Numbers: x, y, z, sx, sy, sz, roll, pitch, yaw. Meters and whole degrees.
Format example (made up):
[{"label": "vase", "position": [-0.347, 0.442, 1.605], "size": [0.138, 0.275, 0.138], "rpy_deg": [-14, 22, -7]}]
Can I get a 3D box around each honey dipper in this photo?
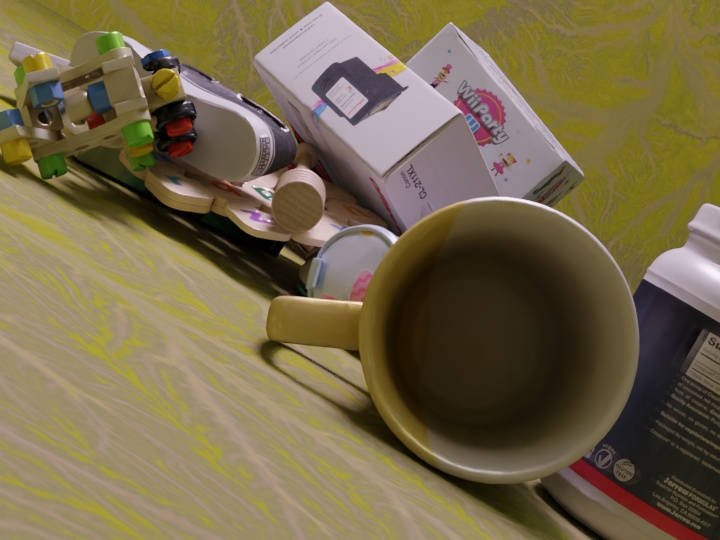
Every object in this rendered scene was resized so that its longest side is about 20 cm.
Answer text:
[{"label": "honey dipper", "position": [-0.042, -0.069, 1.131], "size": [0.038, 0.038, 0.200], "rpy_deg": [30, 13, -7]}]

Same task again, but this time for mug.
[{"label": "mug", "position": [0.058, 0.029, 0.872], "size": [0.186, 0.150, 0.153], "rpy_deg": [37, -3, 1]}]

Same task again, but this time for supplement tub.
[{"label": "supplement tub", "position": [0.211, 0.076, 0.924], "size": [0.140, 0.201, 0.140], "rpy_deg": [30, 5, -3]}]

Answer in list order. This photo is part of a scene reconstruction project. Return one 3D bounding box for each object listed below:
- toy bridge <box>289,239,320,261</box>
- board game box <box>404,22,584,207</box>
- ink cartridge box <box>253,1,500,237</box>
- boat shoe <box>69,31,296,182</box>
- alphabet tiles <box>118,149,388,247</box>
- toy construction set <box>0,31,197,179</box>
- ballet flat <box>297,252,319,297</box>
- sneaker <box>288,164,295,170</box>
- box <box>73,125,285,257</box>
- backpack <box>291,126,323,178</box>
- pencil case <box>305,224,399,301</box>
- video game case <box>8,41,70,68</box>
[{"label": "toy bridge", "position": [-0.021, -0.023, 1.311], "size": [0.200, 0.027, 0.067], "rpy_deg": [45, -44, -16]}, {"label": "board game box", "position": [0.116, -0.122, 1.288], "size": [0.148, 0.064, 0.200], "rpy_deg": [51, 10, 9]}, {"label": "ink cartridge box", "position": [0.019, -0.099, 1.204], "size": [0.200, 0.083, 0.146], "rpy_deg": [45, -10, 42]}, {"label": "boat shoe", "position": [-0.133, -0.118, 1.116], "size": [0.199, 0.069, 0.056], "rpy_deg": [31, 21, 28]}, {"label": "alphabet tiles", "position": [-0.078, -0.058, 1.137], "size": [0.199, 0.015, 0.195], "rpy_deg": [8, 22, -37]}, {"label": "toy construction set", "position": [-0.180, -0.104, 1.021], "size": [0.200, 0.130, 0.093], "rpy_deg": [-153, -135, -78]}, {"label": "ballet flat", "position": [0.000, 0.000, 1.213], "size": [0.069, 0.070, 0.200], "rpy_deg": [31, 5, 6]}, {"label": "sneaker", "position": [-0.114, -0.082, 1.435], "size": [0.199, 0.077, 0.085], "rpy_deg": [28, 26, -22]}, {"label": "box", "position": [-0.164, -0.085, 1.249], "size": [0.199, 0.037, 0.144], "rpy_deg": [25, 7, -35]}, {"label": "backpack", "position": [0.042, -0.086, 1.432], "size": [0.201, 0.147, 0.183], "rpy_deg": [55, 5, 19]}, {"label": "pencil case", "position": [0.045, 0.028, 1.101], "size": [0.090, 0.084, 0.200], "rpy_deg": [28, 3, 34]}, {"label": "video game case", "position": [-0.187, -0.135, 1.294], "size": [0.198, 0.018, 0.143], "rpy_deg": [20, -8, 10]}]
